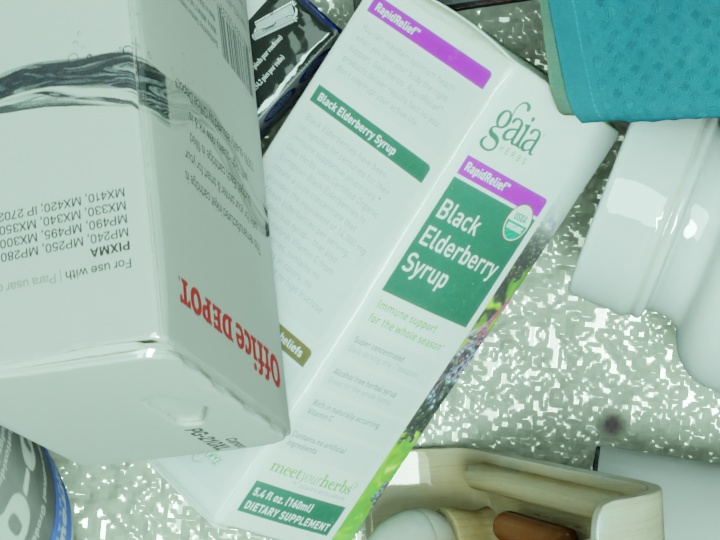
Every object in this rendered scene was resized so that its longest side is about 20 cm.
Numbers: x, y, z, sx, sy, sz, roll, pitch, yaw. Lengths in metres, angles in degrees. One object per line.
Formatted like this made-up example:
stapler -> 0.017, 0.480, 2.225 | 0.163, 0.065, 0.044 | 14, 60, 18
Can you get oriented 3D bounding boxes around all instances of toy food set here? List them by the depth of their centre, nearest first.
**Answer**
toy food set -> 0.050, 0.143, 0.774 | 0.060, 0.200, 0.144 | -4, 92, -20

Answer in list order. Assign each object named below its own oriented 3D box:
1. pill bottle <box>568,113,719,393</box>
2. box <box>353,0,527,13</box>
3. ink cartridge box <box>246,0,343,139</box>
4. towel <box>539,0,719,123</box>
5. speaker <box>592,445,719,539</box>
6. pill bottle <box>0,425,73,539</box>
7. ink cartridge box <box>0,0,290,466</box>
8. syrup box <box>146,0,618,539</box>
pill bottle -> 0.183, 0.006, 0.784 | 0.200, 0.111, 0.111 | 21, 95, 6
box -> 0.088, -0.177, 0.824 | 0.200, 0.038, 0.137 | -8, 91, 7
ink cartridge box -> -0.106, -0.049, 0.851 | 0.094, 0.044, 0.200 | 42, 97, 5
towel -> 0.148, -0.125, 0.708 | 0.200, 0.022, 0.147 | -3, 106, 27
speaker -> 0.181, 0.120, 0.805 | 0.200, 0.081, 0.081 | 8, 94, 7
pill bottle -> -0.168, 0.084, 0.778 | 0.114, 0.200, 0.114 | -4, 61, 6
ink cartridge box -> -0.089, -0.045, 0.728 | 0.084, 0.145, 0.200 | -10, 72, 11
syrup box -> 0.000, 0.000, 0.808 | 0.081, 0.079, 0.200 | 40, 100, 37
